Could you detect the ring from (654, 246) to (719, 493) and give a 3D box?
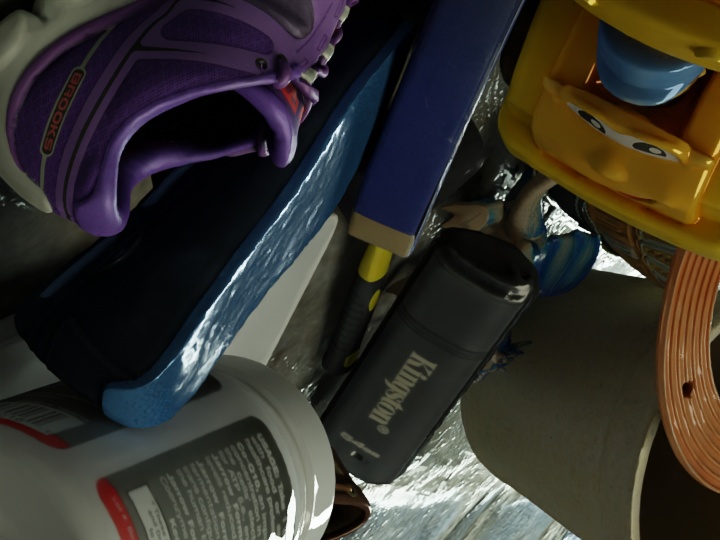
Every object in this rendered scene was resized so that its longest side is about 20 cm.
[{"bbox_3d":[0.209,0.015,1.036,0.200,0.019,0.202,-17,115,-39],"label":"ring"}]

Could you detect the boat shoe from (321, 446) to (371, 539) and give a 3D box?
[{"bbox_3d":[-0.064,0.117,0.924,0.200,0.072,0.072,-13,143,-57],"label":"boat shoe"}]

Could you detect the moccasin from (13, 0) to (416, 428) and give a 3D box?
[{"bbox_3d":[-0.047,-0.037,0.735,0.200,0.068,0.081,-53,166,-40],"label":"moccasin"}]

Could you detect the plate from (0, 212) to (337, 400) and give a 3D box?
[{"bbox_3d":[-0.115,0.062,0.868,0.199,0.032,0.200,-23,150,-45],"label":"plate"}]

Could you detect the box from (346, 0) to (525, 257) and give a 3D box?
[{"bbox_3d":[0.050,-0.114,0.773,0.122,0.032,0.201,-68,-178,-46],"label":"box"}]

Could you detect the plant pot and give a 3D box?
[{"bbox_3d":[0.160,0.083,1.158,0.199,0.183,0.202,-12,110,-34],"label":"plant pot"}]

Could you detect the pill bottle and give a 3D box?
[{"bbox_3d":[-0.090,0.094,0.752,0.114,0.114,0.200,-52,167,19],"label":"pill bottle"}]

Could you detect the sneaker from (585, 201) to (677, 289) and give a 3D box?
[{"bbox_3d":[0.153,-0.066,1.012,0.088,0.075,0.201,-46,141,-18],"label":"sneaker"}]

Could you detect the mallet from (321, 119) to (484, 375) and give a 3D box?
[{"bbox_3d":[0.000,0.000,0.969,0.066,0.041,0.200,-32,160,-34],"label":"mallet"}]

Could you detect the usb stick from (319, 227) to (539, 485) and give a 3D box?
[{"bbox_3d":[0.029,0.046,1.022,0.200,0.055,0.033,122,-10,-52],"label":"usb stick"}]

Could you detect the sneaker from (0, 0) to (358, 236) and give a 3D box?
[{"bbox_3d":[-0.031,-0.078,0.689,0.200,0.083,0.081,-39,159,-17],"label":"sneaker"}]

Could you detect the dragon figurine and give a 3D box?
[{"bbox_3d":[0.080,-0.011,1.056,0.099,0.059,0.200,-25,156,-47],"label":"dragon figurine"}]

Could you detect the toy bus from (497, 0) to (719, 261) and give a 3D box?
[{"bbox_3d":[0.130,-0.119,0.765,0.201,0.135,0.192,-62,167,1],"label":"toy bus"}]

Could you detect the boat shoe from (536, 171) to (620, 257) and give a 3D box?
[{"bbox_3d":[0.152,-0.041,1.135,0.072,0.061,0.201,-48,159,10],"label":"boat shoe"}]
